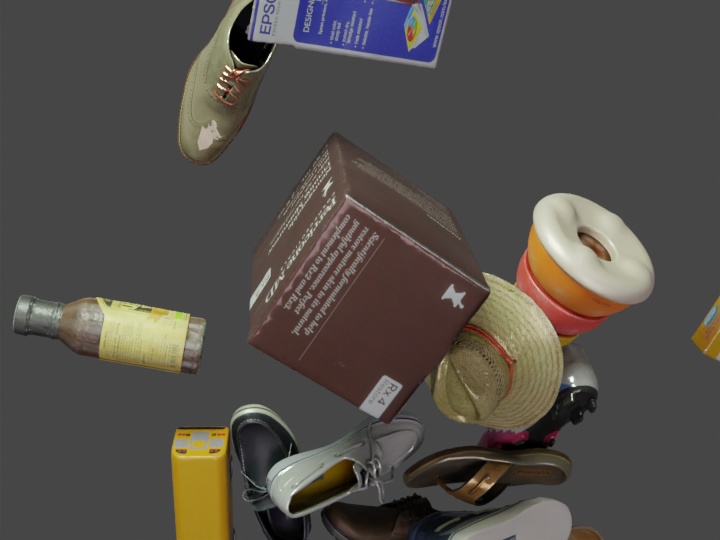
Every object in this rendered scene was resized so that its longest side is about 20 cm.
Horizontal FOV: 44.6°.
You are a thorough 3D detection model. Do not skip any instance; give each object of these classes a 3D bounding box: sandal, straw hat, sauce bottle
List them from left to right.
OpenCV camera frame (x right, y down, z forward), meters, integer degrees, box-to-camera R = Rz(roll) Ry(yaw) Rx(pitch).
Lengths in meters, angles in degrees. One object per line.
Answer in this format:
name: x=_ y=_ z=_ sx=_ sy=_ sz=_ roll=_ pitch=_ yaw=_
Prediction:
sauce bottle: x=-0.263 y=0.064 z=0.930 sx=0.195 sy=0.065 sz=0.066 roll=12 pitch=113 yaw=-11
straw hat: x=0.115 y=0.110 z=0.926 sx=0.197 sy=0.085 sz=0.205 roll=18 pitch=127 yaw=24
sandal: x=0.146 y=0.240 z=1.004 sx=0.195 sy=0.055 sz=0.081 roll=0 pitch=146 yaw=1

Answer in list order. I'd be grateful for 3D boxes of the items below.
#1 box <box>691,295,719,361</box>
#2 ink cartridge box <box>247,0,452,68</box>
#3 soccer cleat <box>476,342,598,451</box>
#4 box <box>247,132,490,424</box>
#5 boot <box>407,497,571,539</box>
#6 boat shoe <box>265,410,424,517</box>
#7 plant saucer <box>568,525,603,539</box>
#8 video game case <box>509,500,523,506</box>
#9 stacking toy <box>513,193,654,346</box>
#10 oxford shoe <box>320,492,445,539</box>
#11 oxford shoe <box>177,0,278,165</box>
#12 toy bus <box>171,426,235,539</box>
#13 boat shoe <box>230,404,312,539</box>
box: x=0.499 y=0.075 z=1.022 sx=0.197 sy=0.042 sz=0.121 roll=23 pitch=110 yaw=-17
ink cartridge box: x=0.003 y=-0.293 z=0.776 sx=0.196 sy=0.047 sz=0.202 roll=2 pitch=116 yaw=-27
soccer cleat: x=0.202 y=0.160 z=1.021 sx=0.069 sy=0.088 sz=0.200 roll=19 pitch=135 yaw=-24
box: x=0.000 y=0.000 z=0.853 sx=0.162 sy=0.201 sz=0.167 roll=32 pitch=107 yaw=-17
boot: x=0.151 y=0.297 z=1.015 sx=0.197 sy=0.090 sz=0.075 roll=0 pitch=94 yaw=-37
boat shoe: x=-0.003 y=0.223 z=0.985 sx=0.198 sy=0.086 sz=0.076 roll=-16 pitch=113 yaw=-21
plant saucer: x=0.230 y=0.403 z=1.110 sx=0.197 sy=0.035 sz=0.205 roll=-15 pitch=118 yaw=-30
video game case: x=0.132 y=0.400 z=1.085 sx=0.197 sy=0.036 sz=0.185 roll=-17 pitch=119 yaw=-29
stacking toy: x=0.203 y=0.033 z=0.944 sx=0.144 sy=0.148 sz=0.201 roll=22 pitch=128 yaw=-14
oxford shoe: x=0.044 y=0.302 z=1.065 sx=0.196 sy=0.073 sz=0.086 roll=18 pitch=109 yaw=-26
oxford shoe: x=-0.125 y=-0.186 z=0.826 sx=0.069 sy=0.075 sz=0.203 roll=21 pitch=110 yaw=-14
toy bus: x=-0.181 y=0.278 z=1.025 sx=0.063 sy=0.079 sz=0.205 roll=0 pitch=114 yaw=-5
boat shoe: x=-0.101 y=0.248 z=1.029 sx=0.073 sy=0.063 sz=0.204 roll=-13 pitch=113 yaw=3
